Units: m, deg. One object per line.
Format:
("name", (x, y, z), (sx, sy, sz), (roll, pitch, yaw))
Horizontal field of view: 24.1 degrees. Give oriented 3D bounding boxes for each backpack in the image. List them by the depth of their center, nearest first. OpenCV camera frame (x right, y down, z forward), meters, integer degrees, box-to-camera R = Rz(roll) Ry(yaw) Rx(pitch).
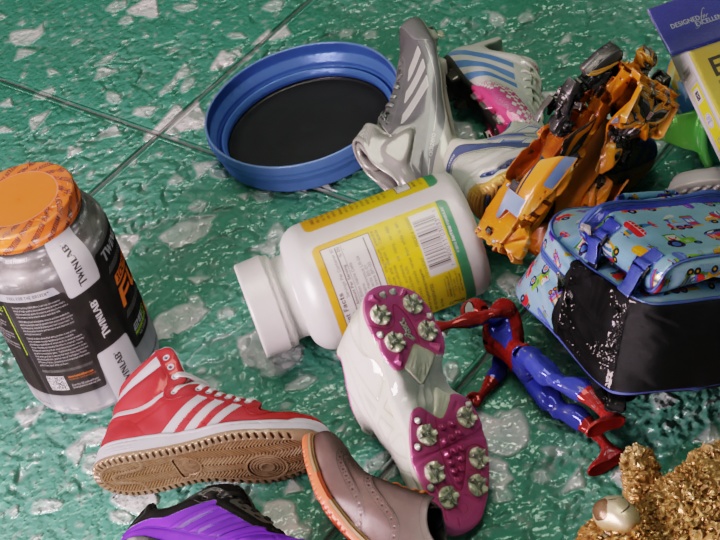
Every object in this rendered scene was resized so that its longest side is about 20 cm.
("backpack", (0.223, 0.006, 1.306), (0.182, 0.135, 0.200), (-4, 26, -23))

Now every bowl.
("bowl", (-0.054, -0.152, 1.670), (0.200, 0.039, 0.201), (-10, 41, 9))

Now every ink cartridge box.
("ink cartridge box", (0.361, -0.160, 1.363), (0.197, 0.047, 0.201), (-20, 79, -12))

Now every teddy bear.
("teddy bear", (0.238, 0.164, 1.194), (0.199, 0.067, 0.145), (-13, 38, 4))

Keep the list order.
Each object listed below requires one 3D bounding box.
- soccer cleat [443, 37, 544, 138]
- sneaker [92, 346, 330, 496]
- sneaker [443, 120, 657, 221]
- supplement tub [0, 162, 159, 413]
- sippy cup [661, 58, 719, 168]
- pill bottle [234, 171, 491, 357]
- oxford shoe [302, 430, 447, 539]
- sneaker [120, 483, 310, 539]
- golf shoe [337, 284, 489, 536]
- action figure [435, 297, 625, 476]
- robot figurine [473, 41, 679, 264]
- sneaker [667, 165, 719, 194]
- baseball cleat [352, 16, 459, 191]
("soccer cleat", (0.144, -0.165, 1.590), (0.086, 0.070, 0.200), (-26, 41, -9))
("sneaker", (-0.116, 0.115, 1.369), (0.199, 0.071, 0.113), (-8, 45, 14))
("sneaker", (0.166, -0.104, 1.473), (0.199, 0.076, 0.088), (-11, 44, -28))
("supplement tub", (-0.255, 0.014, 1.430), (0.122, 0.201, 0.123), (-9, 42, 8))
("sippy cup", (0.333, -0.153, 1.476), (0.140, 0.177, 0.130), (-57, 27, 15))
("pill bottle", (0.000, 0.000, 1.425), (0.199, 0.113, 0.113), (-21, 41, -4))
("oxford shoe", (0.023, 0.182, 1.238), (0.072, 0.071, 0.200), (-38, 52, 1))
("sneaker", (-0.091, 0.201, 1.265), (0.199, 0.070, 0.100), (-1, 41, 18))
("golf shoe", (0.038, 0.114, 1.301), (0.075, 0.092, 0.201), (-4, 66, -34))
("action figure", (0.114, 0.087, 1.323), (0.099, 0.065, 0.200), (-19, 40, -17))
("robot figurine", (0.184, -0.093, 1.376), (0.058, 0.145, 0.200), (45, 108, 32))
("sneaker", (0.357, -0.072, 1.417), (0.199, 0.074, 0.082), (3, 43, 6))
("baseball cleat", (0.039, -0.152, 1.576), (0.106, 0.070, 0.201), (-9, 57, -5))
